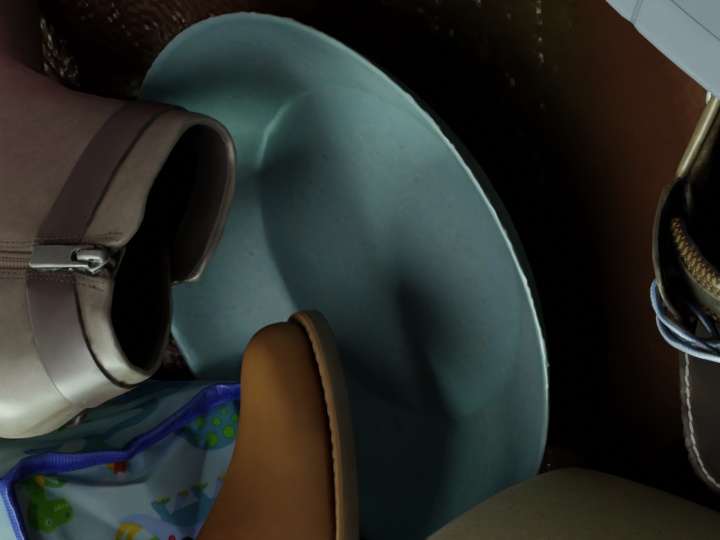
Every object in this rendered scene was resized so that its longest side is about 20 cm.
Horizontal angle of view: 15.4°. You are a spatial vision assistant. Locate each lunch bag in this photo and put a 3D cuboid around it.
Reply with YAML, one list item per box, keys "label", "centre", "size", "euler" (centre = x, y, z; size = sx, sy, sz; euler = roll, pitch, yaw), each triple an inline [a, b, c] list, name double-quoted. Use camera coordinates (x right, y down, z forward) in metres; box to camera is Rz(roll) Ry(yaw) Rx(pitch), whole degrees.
- label: "lunch bag"
  centre: [-0.075, 0.144, 0.977]
  size: [0.170, 0.127, 0.201]
  euler: [-5, 103, 68]

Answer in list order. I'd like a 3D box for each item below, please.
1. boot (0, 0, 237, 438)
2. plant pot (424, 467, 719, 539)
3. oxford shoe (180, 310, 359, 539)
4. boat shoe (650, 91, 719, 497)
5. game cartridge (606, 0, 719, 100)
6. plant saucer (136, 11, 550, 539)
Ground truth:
- label: "boot"
  centre: [-0.103, -0.036, 0.915]
  size: [0.146, 0.070, 0.201]
  euler: [-7, 66, 40]
- label: "plant pot"
  centre: [0.070, 0.144, 0.855]
  size: [0.135, 0.200, 0.200]
  euler: [55, 137, 21]
- label: "oxford shoe"
  centre: [-0.042, 0.109, 0.863]
  size: [0.071, 0.071, 0.201]
  euler: [159, 119, -73]
- label: "boat shoe"
  centre: [0.119, -0.006, 0.800]
  size: [0.072, 0.072, 0.200]
  euler: [22, 126, 30]
- label: "game cartridge"
  centre: [0.152, -0.067, 0.696]
  size: [0.200, 0.133, 0.041]
  euler: [37, 131, 19]
- label: "plant saucer"
  centre: [0.000, 0.000, 0.915]
  size: [0.201, 0.039, 0.201]
  euler: [28, 132, 35]
